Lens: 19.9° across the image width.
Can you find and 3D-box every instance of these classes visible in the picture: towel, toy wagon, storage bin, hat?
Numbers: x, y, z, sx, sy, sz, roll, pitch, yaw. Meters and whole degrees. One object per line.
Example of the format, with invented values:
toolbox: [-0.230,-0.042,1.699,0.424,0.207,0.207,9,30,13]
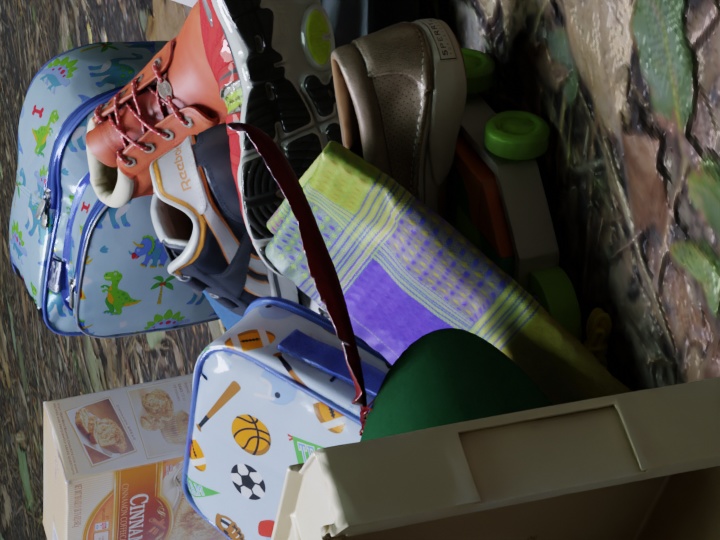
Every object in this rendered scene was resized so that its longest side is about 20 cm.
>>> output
towel: [0.040,0.027,1.004,0.200,0.023,0.144,43,155,-1]
toy wagon: [0.068,-0.012,1.042,0.200,0.039,0.156,-123,28,-52]
storage bin: [0.065,0.142,0.874,0.199,0.198,0.094,104,152,-53]
hat: [0.032,0.048,0.972,0.201,0.164,0.177,100,156,-54]

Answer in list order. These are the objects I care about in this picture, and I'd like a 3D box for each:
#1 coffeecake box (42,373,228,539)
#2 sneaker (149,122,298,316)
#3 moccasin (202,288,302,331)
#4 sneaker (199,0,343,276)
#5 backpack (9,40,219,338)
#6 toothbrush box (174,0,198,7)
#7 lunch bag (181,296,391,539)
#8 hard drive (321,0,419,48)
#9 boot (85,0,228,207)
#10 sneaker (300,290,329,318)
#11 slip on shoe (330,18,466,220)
coffeecake box: [-0.124,0.147,1.473,0.154,0.198,0.073,100,153,-49]
sneaker: [-0.083,-0.024,1.237,0.200,0.079,0.079,83,171,-60]
moccasin: [-0.038,0.044,1.354,0.201,0.068,0.080,62,149,4]
sneaker: [-0.046,-0.098,1.109,0.085,0.076,0.202,-167,68,-70]
backpack: [-0.156,-0.057,1.500,0.147,0.182,0.202,45,137,50]
toothbrush box: [-0.095,-0.279,1.190,0.146,0.085,0.201,125,160,-67]
lunch bag: [-0.003,0.111,1.142,0.199,0.076,0.161,27,130,18]
hard drive: [-0.010,-0.154,1.176,0.200,0.033,0.141,162,110,-72]
boot: [-0.108,-0.098,1.221,0.075,0.107,0.200,63,157,18]
sneaker: [0.000,0.000,1.240,0.201,0.075,0.116,-125,20,-69]
slip on shoe: [0.010,-0.037,1.043,0.201,0.060,0.076,98,154,-45]
